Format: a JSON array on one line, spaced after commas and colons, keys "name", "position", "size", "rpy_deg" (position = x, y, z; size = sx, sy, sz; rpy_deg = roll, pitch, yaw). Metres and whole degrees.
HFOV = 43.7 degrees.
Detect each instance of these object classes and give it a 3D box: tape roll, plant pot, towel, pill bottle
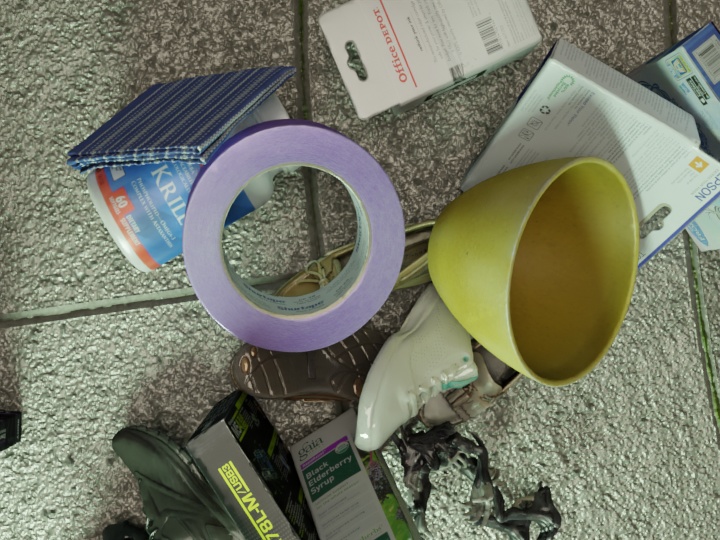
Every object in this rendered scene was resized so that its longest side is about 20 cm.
[{"name": "tape roll", "position": [-0.061, -0.032, 0.814], "size": [0.196, 0.066, 0.204], "rpy_deg": [-3, 105, -10]}, {"name": "plant pot", "position": [0.145, -0.010, 0.834], "size": [0.198, 0.141, 0.204], "rpy_deg": [-13, 109, -41]}, {"name": "towel", "position": [-0.167, -0.138, 0.825], "size": [0.145, 0.197, 0.024], "rpy_deg": [-52, 129, -36]}, {"name": "pill bottle", "position": [-0.153, -0.094, 0.873], "size": [0.198, 0.112, 0.113], "rpy_deg": [-31, 92, -1]}]

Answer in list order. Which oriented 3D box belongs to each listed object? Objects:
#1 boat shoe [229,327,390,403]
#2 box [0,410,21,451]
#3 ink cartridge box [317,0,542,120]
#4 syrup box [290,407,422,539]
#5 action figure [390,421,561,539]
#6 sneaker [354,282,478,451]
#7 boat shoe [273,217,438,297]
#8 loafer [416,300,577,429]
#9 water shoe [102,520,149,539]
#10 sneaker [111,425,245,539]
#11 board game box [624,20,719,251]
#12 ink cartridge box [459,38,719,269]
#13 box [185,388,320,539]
[{"name": "boat shoe", "position": [-0.037, 0.097, 0.905], "size": [0.197, 0.072, 0.077], "rpy_deg": [7, 75, -21]}, {"name": "box", "position": [-0.413, 0.153, 0.824], "size": [0.140, 0.200, 0.037], "rpy_deg": [4, 87, -3]}, {"name": "ink cartridge box", "position": [0.066, -0.236, 0.902], "size": [0.197, 0.068, 0.118], "rpy_deg": [-24, 92, -2]}, {"name": "syrup box", "position": [0.001, 0.227, 0.838], "size": [0.078, 0.200, 0.082], "rpy_deg": [-31, 121, 0]}, {"name": "action figure", "position": [0.099, 0.219, 0.887], "size": [0.198, 0.119, 0.103], "rpy_deg": [33, 52, -11]}, {"name": "sneaker", "position": [0.066, 0.096, 0.856], "size": [0.087, 0.076, 0.201], "rpy_deg": [23, 53, 17]}, {"name": "boat shoe", "position": [0.002, 0.002, 0.896], "size": [0.197, 0.063, 0.074], "rpy_deg": [-19, 69, -3]}, {"name": "loafer", "position": [0.136, 0.091, 0.913], "size": [0.199, 0.063, 0.072], "rpy_deg": [-39, 95, -1]}, {"name": "water shoe", "position": [-0.274, 0.349, 0.908], "size": [0.078, 0.072, 0.201], "rpy_deg": [33, 84, 17]}, {"name": "sneaker", "position": [-0.180, 0.227, 0.864], "size": [0.199, 0.076, 0.091], "rpy_deg": [34, 65, 24]}, {"name": "board game box", "position": [0.328, -0.115, 0.850], "size": [0.043, 0.199, 0.201], "rpy_deg": [-36, 93, -7]}, {"name": "ink cartridge box", "position": [0.221, -0.095, 0.857], "size": [0.198, 0.200, 0.041], "rpy_deg": [31, 53, -2]}, {"name": "box", "position": [-0.081, 0.211, 0.838], "size": [0.047, 0.200, 0.195], "rpy_deg": [-35, 93, -1]}]
